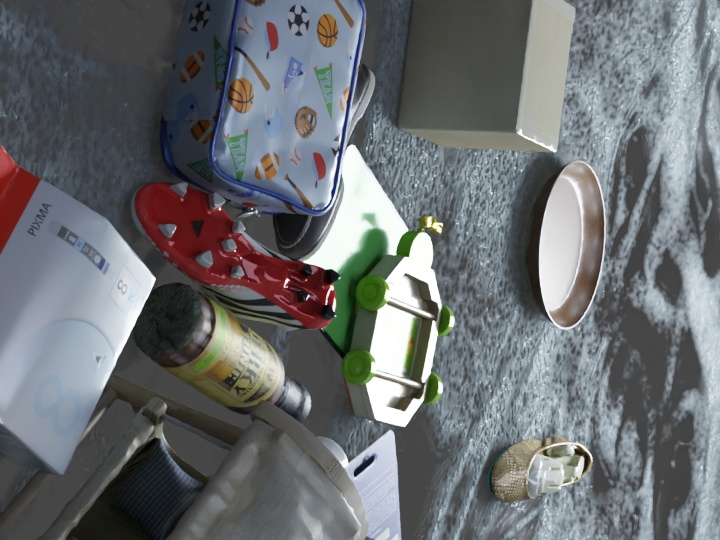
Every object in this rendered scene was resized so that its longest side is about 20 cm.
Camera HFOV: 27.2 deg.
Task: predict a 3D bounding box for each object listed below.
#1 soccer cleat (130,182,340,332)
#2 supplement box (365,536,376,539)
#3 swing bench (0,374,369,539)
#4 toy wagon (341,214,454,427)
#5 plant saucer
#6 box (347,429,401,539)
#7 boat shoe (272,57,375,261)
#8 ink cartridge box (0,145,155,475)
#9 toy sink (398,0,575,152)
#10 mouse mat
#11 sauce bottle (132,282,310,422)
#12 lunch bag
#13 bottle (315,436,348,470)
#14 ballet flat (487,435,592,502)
[{"bbox_3d":[-0.105,-0.003,1.151,0.199,0.085,0.069,28,57,-34],"label":"soccer cleat"},{"bbox_3d":[-0.033,0.341,1.291,0.200,0.073,0.127,-37,127,-37],"label":"supplement box"},{"bbox_3d":[-0.130,0.190,1.005,0.199,0.199,0.130,-54,138,-41],"label":"swing bench"},{"bbox_3d":[0.039,0.045,1.420,0.155,0.039,0.202,23,75,-59],"label":"toy wagon"},{"bbox_3d":[0.241,-0.031,1.772,0.200,0.032,0.202,-15,107,-59],"label":"plant saucer"},{"bbox_3d":[-0.002,0.260,1.402,0.121,0.032,0.201,-30,122,-54],"label":"box"},{"bbox_3d":[-0.043,-0.103,1.247,0.057,0.067,0.201,38,56,-37],"label":"boat shoe"},{"bbox_3d":[-0.224,0.015,0.964,0.161,0.047,0.200,-67,148,-26],"label":"ink cartridge box"},{"bbox_3d":[0.128,-0.223,1.447,0.112,0.130,0.202,12,84,-60],"label":"toy sink"},{"bbox_3d":[0.000,0.000,1.387,0.200,0.007,0.162,54,50,-48],"label":"mouse mat"},{"bbox_3d":[-0.101,0.074,1.171,0.200,0.064,0.065,41,61,-55],"label":"sauce bottle"},{"bbox_3d":[-0.070,-0.140,1.152,0.160,0.075,0.201,19,79,-47],"label":"lunch bag"},{"bbox_3d":[-0.079,0.202,1.227,0.200,0.065,0.084,-37,127,-52],"label":"bottle"},{"bbox_3d":[0.217,0.230,1.742,0.200,0.065,0.071,-12,106,-58],"label":"ballet flat"}]
